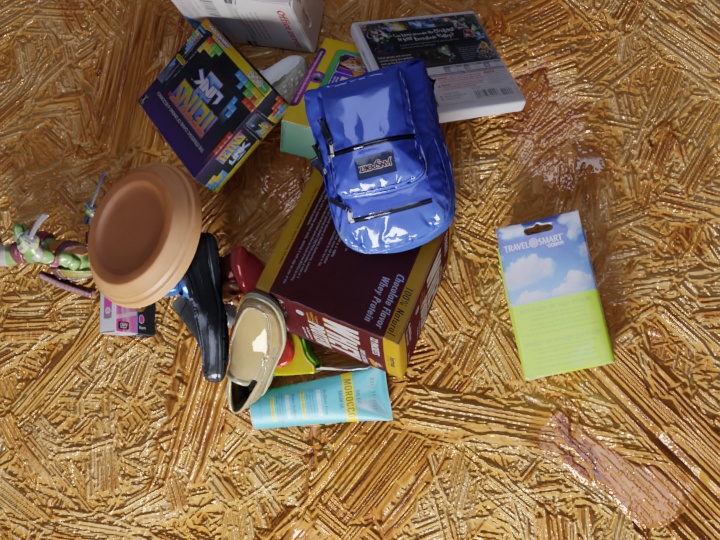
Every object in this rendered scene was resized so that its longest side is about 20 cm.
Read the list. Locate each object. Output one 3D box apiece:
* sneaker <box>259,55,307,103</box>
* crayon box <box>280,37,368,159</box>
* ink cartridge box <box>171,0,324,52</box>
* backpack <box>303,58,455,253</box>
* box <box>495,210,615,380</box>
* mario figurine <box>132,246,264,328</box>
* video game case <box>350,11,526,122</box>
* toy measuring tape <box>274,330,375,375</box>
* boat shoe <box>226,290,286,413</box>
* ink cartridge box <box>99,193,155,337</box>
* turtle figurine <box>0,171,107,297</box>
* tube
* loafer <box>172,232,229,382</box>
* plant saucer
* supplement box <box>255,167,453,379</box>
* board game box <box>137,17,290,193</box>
[{"bbox_3d":[-0.165,-0.257,1.131,0.199,0.076,0.081,-43,66,2],"label":"sneaker"},{"bbox_3d":[0.002,-0.223,1.034,0.168,0.059,0.203,16,50,5],"label":"crayon box"},{"bbox_3d":[-0.166,-0.400,1.111,0.195,0.146,0.088,10,82,12],"label":"ink cartridge box"},{"bbox_3d":[0.021,-0.120,0.866,0.158,0.168,0.205,-12,93,15],"label":"backpack"},{"bbox_3d":[0.257,0.034,1.009,0.119,0.048,0.205,-12,79,9],"label":"box"},{"bbox_3d":[-0.227,0.029,1.088,0.194,0.106,0.127,-1,77,-5],"label":"mario figurine"},{"bbox_3d":[0.105,-0.279,1.032,0.195,0.024,0.185,-12,61,-19],"label":"video game case"},{"bbox_3d":[-0.069,0.108,1.054,0.195,0.073,0.076,-6,80,14],"label":"toy measuring tape"},{"bbox_3d":[-0.141,0.115,0.971,0.070,0.203,0.077,22,45,12],"label":"boat shoe"},{"bbox_3d":[-0.342,-0.006,1.114,0.036,0.094,0.206,-7,80,20],"label":"ink cartridge box"},{"bbox_3d":[-0.459,-0.063,1.125,0.189,0.202,0.146,1,51,17],"label":"turtle figurine"},{"bbox_3d":[-0.056,0.183,1.057,0.195,0.050,0.080,-10,90,6],"label":"tube"},{"bbox_3d":[-0.213,0.049,0.998,0.068,0.068,0.206,-8,73,-8],"label":"loafer"},{"bbox_3d":[-0.299,-0.053,1.014,0.196,0.037,0.206,-9,71,28],"label":"plant saucer"},{"bbox_3d":[0.000,0.000,0.997,0.196,0.134,0.201,20,68,14],"label":"supplement box"},{"bbox_3d":[-0.215,-0.241,1.086,0.166,0.057,0.201,-46,58,7],"label":"board game box"}]
